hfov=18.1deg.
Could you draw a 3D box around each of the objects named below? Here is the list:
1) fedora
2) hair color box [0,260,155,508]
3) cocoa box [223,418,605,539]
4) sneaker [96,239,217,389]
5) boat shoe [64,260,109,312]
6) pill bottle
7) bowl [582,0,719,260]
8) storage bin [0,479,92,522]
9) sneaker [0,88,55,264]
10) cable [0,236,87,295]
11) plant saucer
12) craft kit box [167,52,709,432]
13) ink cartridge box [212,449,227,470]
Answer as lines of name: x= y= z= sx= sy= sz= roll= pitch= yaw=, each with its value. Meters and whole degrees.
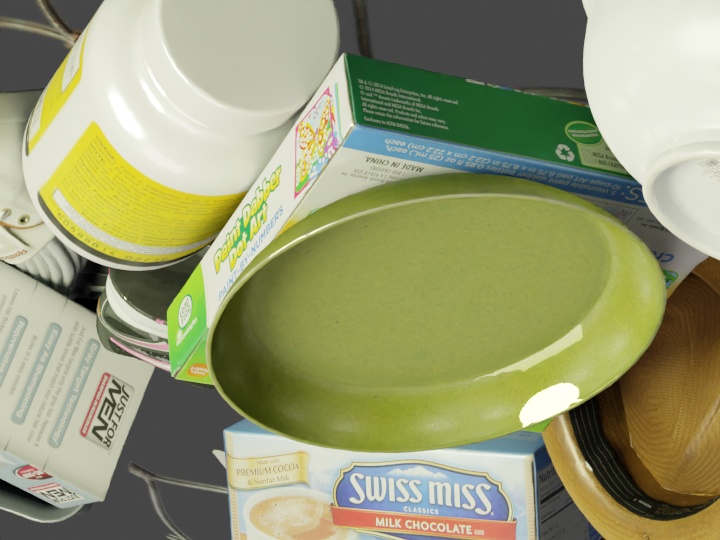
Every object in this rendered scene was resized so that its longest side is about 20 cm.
fedora: x=0.168 y=0.052 z=1.096 sx=0.082 sy=0.201 sz=0.200 roll=-14 pitch=-179 yaw=-37
hair color box: x=-0.221 y=0.046 z=1.267 sx=0.200 sy=0.099 sz=0.061 roll=30 pitch=155 yaw=-23
cocoa box: x=0.039 y=0.141 z=1.307 sx=0.199 sy=0.132 sz=0.133 roll=2 pitch=-166 yaw=28
sneaker: x=-0.056 y=0.035 z=1.269 sx=0.199 sy=0.081 sz=0.086 roll=21 pitch=147 yaw=-15
boat shoe: x=-0.157 y=0.022 z=1.374 sx=0.072 sy=0.068 sz=0.200 roll=32 pitch=155 yaw=-25
pill bottle: x=-0.081 y=-0.077 z=1.026 sx=0.111 sy=0.112 sz=0.200 roll=26 pitch=158 yaw=-12
bowl: x=0.168 y=-0.058 z=0.878 sx=0.200 sy=0.091 sz=0.201 roll=17 pitch=157 yaw=7
storage bin: x=-0.264 y=0.114 z=1.607 sx=0.199 sy=0.146 sz=0.134 roll=18 pitch=168 yaw=8
sneaker: x=-0.191 y=-0.043 z=1.108 sx=0.073 sy=0.085 sz=0.200 roll=-8 pitch=-178 yaw=41
cable: x=-0.240 y=-0.049 z=1.286 sx=0.200 sy=0.069 sz=0.200 roll=28 pitch=157 yaw=-16
plant saucer: x=0.031 y=0.016 z=0.975 sx=0.199 sy=0.031 sz=0.200 roll=-6 pitch=145 yaw=-4
craft kit box: x=0.041 y=-0.004 z=1.011 sx=0.199 sy=0.049 sz=0.198 roll=10 pitch=139 yaw=-25
ink cartridge box: x=0.018 y=0.131 z=1.466 sx=0.199 sy=0.067 sz=0.117 roll=9 pitch=154 yaw=25
